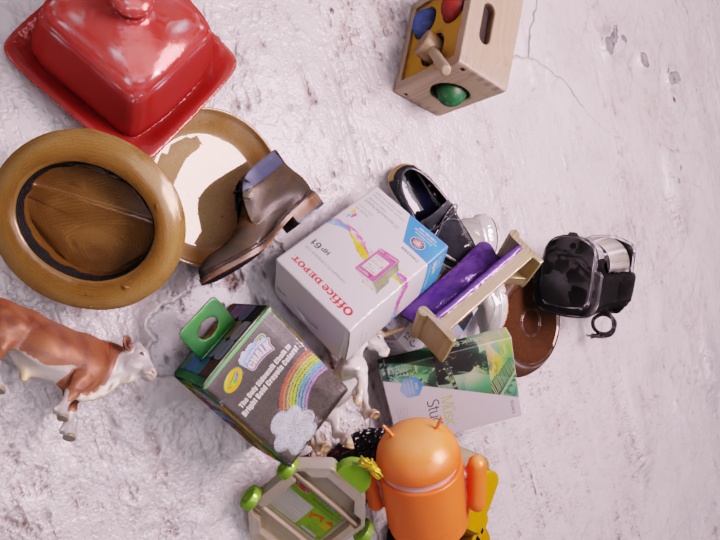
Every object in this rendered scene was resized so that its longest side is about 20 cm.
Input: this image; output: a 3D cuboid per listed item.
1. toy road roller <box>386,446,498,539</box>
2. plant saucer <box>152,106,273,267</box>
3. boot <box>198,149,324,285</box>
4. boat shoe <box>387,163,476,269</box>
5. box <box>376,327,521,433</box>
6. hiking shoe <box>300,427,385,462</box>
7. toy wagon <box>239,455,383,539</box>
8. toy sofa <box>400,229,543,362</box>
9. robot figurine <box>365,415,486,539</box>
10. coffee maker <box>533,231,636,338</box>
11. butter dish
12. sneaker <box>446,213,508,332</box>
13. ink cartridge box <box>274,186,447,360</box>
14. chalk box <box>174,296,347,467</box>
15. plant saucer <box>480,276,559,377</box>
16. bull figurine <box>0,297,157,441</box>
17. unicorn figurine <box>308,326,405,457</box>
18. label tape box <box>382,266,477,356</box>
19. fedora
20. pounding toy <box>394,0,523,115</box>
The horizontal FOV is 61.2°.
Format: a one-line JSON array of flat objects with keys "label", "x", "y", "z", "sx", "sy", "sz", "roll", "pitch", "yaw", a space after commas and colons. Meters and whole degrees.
[{"label": "toy road roller", "x": 0.144, "y": 0.381, "z": 0.940, "sx": 0.146, "sy": 0.122, "sz": 0.202, "roll": 36, "pitch": 72, "yaw": -41}, {"label": "plant saucer", "x": -0.194, "y": -0.103, "z": 0.777, "sx": 0.198, "sy": 0.035, "sz": 0.203, "roll": 1, "pitch": 89, "yaw": -33}, {"label": "boot", "x": -0.143, "y": -0.068, "z": 0.756, "sx": 0.200, "sy": 0.074, "sz": 0.097, "roll": -41, "pitch": 99, "yaw": -35}, {"label": "boat shoe", "x": 0.115, "y": -0.080, "z": 0.939, "sx": 0.074, "sy": 0.062, "sz": 0.201, "roll": -37, "pitch": 97, "yaw": -5}, {"label": "box", "x": 0.135, "y": 0.175, "z": 0.907, "sx": 0.197, "sy": 0.036, "sz": 0.146, "roll": -15, "pitch": 115, "yaw": -1}, {"label": "hiking shoe", "x": -0.008, "y": 0.296, "z": 0.869, "sx": 0.198, "sy": 0.076, "sz": 0.102, "roll": -14, "pitch": 105, "yaw": -19}, {"label": "toy wagon", "x": -0.051, "y": 0.301, "z": 0.788, "sx": 0.200, "sy": 0.040, "sz": 0.155, "roll": -42, "pitch": 106, "yaw": 13}, {"label": "toy sofa", "x": 0.154, "y": 0.025, "z": 0.865, "sx": 0.199, "sy": 0.083, "sz": 0.098, "roll": -37, "pitch": 72, "yaw": -20}, {"label": "robot figurine", "x": 0.084, "y": 0.281, "z": 0.805, "sx": 0.116, "sy": 0.143, "sz": 0.202, "roll": -29, "pitch": 118, "yaw": -38}, {"label": "coffee maker", "x": 0.406, "y": 0.032, "z": 1.079, "sx": 0.199, "sy": 0.134, "sz": 0.195, "roll": -5, "pitch": 79, "yaw": -49}, {"label": "butter dish", "x": -0.251, "y": -0.260, "z": 0.662, "sx": 0.199, "sy": 0.148, "sz": 0.201, "roll": 40, "pitch": 67, "yaw": -10}, {"label": "sneaker", "x": 0.182, "y": 0.011, "z": 1.009, "sx": 0.091, "sy": 0.076, "sz": 0.203, "roll": -8, "pitch": 86, "yaw": -25}, {"label": "ink cartridge box", "x": 0.000, "y": 0.000, "z": 0.835, "sx": 0.144, "sy": 0.085, "sz": 0.200, "roll": 41, "pitch": 61, "yaw": 18}, {"label": "chalk box", "x": -0.139, "y": 0.122, "z": 0.755, "sx": 0.200, "sy": 0.123, "sz": 0.125, "roll": 49, "pitch": 65, "yaw": -21}, {"label": "plant saucer", "x": 0.297, "y": 0.092, "z": 1.099, "sx": 0.198, "sy": 0.034, "sz": 0.203, "roll": 2, "pitch": 87, "yaw": -33}, {"label": "bull figurine", "x": -0.325, "y": 0.103, "z": 0.655, "sx": 0.199, "sy": 0.065, "sz": 0.122, "roll": 29, "pitch": 40, "yaw": -22}, {"label": "unicorn figurine", "x": -0.016, "y": 0.157, "z": 0.820, "sx": 0.199, "sy": 0.138, "sz": 0.074, "roll": -38, "pitch": 124, "yaw": 9}, {"label": "label tape box", "x": 0.075, "y": 0.047, "z": 0.933, "sx": 0.200, "sy": 0.066, "sz": 0.144, "roll": 48, "pitch": 65, "yaw": -24}, {"label": "fedora", "x": -0.291, "y": -0.057, "z": 0.668, "sx": 0.198, "sy": 0.082, "sz": 0.204, "roll": -2, "pitch": 101, "yaw": -12}, {"label": "pounding toy", "x": 0.136, "y": -0.333, "z": 0.915, "sx": 0.141, "sy": 0.183, "sz": 0.203, "roll": 18, "pitch": 79, "yaw": -31}]
